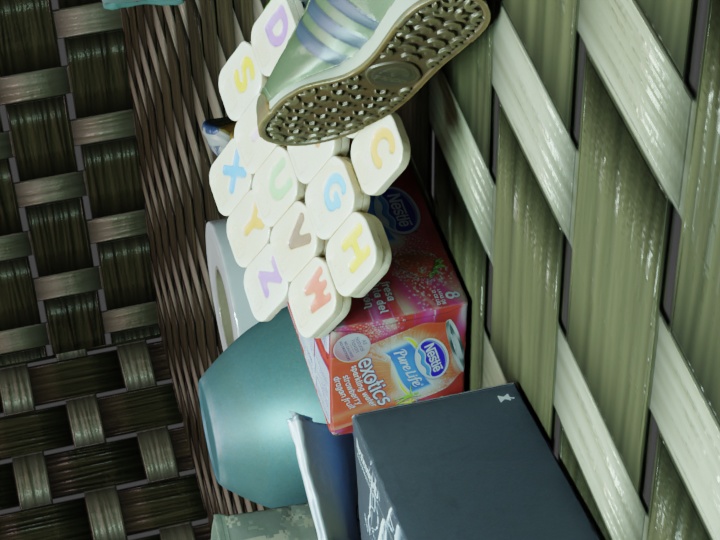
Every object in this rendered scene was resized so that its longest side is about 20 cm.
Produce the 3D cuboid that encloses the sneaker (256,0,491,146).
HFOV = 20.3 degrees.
[{"bbox_3d":[0.005,-0.146,1.134,0.200,0.067,0.091,-32,55,51],"label":"sneaker"}]

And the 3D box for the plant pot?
[{"bbox_3d":[-0.069,0.128,1.769,0.200,0.134,0.202,170,90,-80],"label":"plant pot"}]

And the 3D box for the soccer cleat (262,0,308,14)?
[{"bbox_3d":[-0.026,-0.187,1.338,0.068,0.080,0.201,-112,15,-48],"label":"soccer cleat"}]

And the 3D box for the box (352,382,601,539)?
[{"bbox_3d":[0.070,0.198,1.133,0.200,0.103,0.183,-117,20,-57],"label":"box"}]

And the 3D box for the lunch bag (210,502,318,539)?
[{"bbox_3d":[-0.023,0.291,1.595,0.118,0.163,0.201,102,157,-53],"label":"lunch bag"}]

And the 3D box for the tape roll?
[{"bbox_3d":[-0.108,0.042,2.095,0.202,0.070,0.204,170,90,-80],"label":"tape roll"}]

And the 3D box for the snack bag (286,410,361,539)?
[{"bbox_3d":[0.012,0.202,1.463,0.188,0.021,0.202,20,-128,-67],"label":"snack bag"}]

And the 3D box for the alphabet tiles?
[{"bbox_3d":[-0.038,-0.065,1.247,0.196,0.015,0.201,-46,55,45],"label":"alphabet tiles"}]

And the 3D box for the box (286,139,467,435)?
[{"bbox_3d":[0.000,0.000,1.345,0.201,0.095,0.100,-112,16,-46],"label":"box"}]

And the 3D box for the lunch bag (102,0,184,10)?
[{"bbox_3d":[-0.266,-0.435,2.352,0.171,0.121,0.201,91,173,-59],"label":"lunch bag"}]

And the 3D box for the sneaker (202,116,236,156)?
[{"bbox_3d":[-0.102,-0.098,1.894,0.200,0.075,0.089,-131,31,-73],"label":"sneaker"}]
